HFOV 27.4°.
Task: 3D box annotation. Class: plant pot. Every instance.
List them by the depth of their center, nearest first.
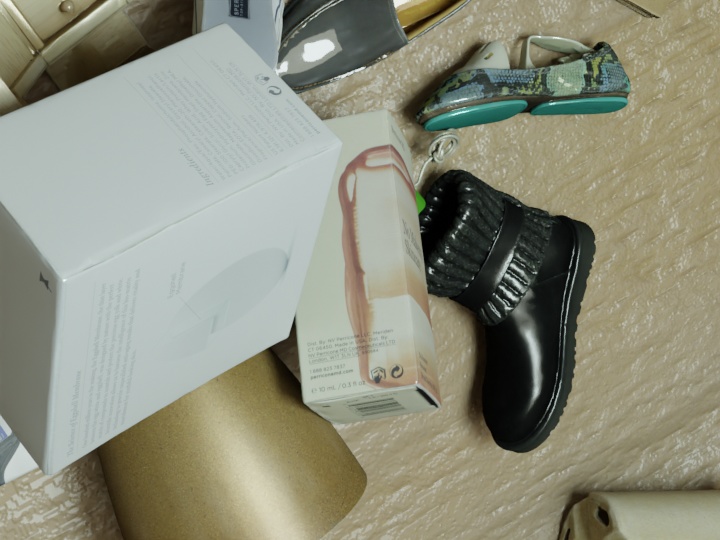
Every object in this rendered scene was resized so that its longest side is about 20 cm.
[{"bbox_3d":[-0.119,0.107,1.069,0.185,0.186,0.202,-30,102,-18],"label":"plant pot"},{"bbox_3d":[0.280,0.273,1.315,0.181,0.200,0.203,10,98,-17],"label":"plant pot"}]

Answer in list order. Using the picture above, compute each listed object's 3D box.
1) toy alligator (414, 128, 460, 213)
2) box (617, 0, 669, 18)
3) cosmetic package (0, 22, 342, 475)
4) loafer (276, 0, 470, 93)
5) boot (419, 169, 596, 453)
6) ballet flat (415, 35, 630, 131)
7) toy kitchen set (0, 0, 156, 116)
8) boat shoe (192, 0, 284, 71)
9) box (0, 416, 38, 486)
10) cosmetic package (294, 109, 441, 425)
[{"bbox_3d":[0.018,-0.027,1.149,0.200,0.054,0.059,-45,138,0],"label":"toy alligator"},{"bbox_3d":[0.224,-0.333,1.218,0.162,0.021,0.202,20,93,-30],"label":"box"},{"bbox_3d":[-0.139,-0.013,0.905,0.199,0.123,0.200,-30,154,-33],"label":"cosmetic package"},{"bbox_3d":[0.010,-0.194,1.110,0.199,0.072,0.073,-37,117,-15],"label":"loafer"},{"bbox_3d":[0.101,0.035,1.208,0.157,0.079,0.214,14,85,-37],"label":"boot"},{"bbox_3d":[0.127,-0.155,1.195,0.198,0.074,0.075,-8,106,-28],"label":"ballet flat"},{"bbox_3d":[-0.174,-0.139,0.964,0.200,0.180,0.164,-40,118,-9],"label":"toy kitchen set"},{"bbox_3d":[-0.089,-0.177,1.027,0.073,0.202,0.066,12,138,-7],"label":"boat shoe"},{"bbox_3d":[-0.300,0.107,1.040,0.198,0.041,0.120,-24,112,-19],"label":"box"},{"bbox_3d":[0.000,0.000,1.062,0.086,0.103,0.203,-10,75,11],"label":"cosmetic package"}]
